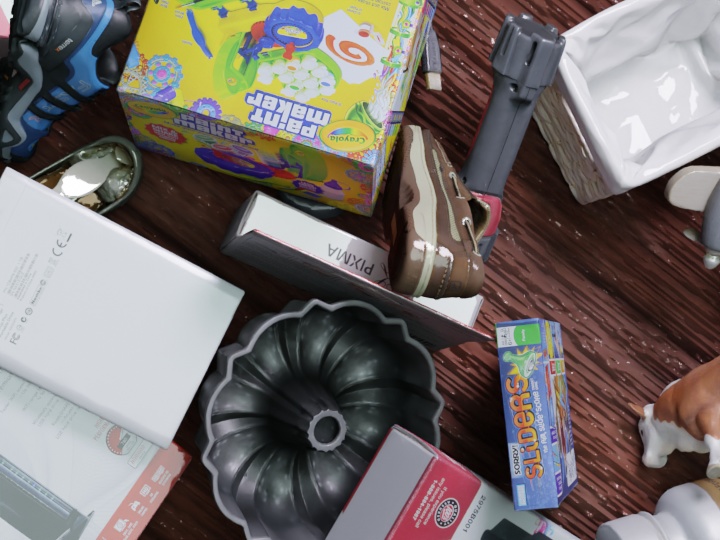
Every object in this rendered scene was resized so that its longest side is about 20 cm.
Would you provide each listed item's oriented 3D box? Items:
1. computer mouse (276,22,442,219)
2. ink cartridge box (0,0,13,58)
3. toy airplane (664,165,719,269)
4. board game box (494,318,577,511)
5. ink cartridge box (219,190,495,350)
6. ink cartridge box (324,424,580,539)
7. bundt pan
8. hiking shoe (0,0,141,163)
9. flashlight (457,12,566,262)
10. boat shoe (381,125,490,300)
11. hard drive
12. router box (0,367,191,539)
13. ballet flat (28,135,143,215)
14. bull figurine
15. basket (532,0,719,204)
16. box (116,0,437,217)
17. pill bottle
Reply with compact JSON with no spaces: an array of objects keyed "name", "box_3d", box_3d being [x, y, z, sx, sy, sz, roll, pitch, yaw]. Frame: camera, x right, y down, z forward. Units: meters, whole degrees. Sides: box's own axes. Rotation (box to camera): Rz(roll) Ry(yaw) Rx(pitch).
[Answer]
[{"name":"computer mouse","box_3d":[-0.002,-0.133,1.350,0.138,0.046,0.203,0,74,-5]},{"name":"ink cartridge box","box_3d":[-0.258,-0.266,1.284,0.144,0.085,0.203,5,82,-13]},{"name":"toy airplane","box_3d":[0.365,-0.044,1.334,0.198,0.199,0.142,-21,48,19]},{"name":"board game box","box_3d":[0.138,0.107,1.282,0.034,0.200,0.137,-7,85,11]},{"name":"ink cartridge box","box_3d":[0.000,0.000,1.270,0.198,0.176,0.045,25,80,-10]},{"name":"ink cartridge box","box_3d":[0.077,0.234,1.274,0.199,0.083,0.147,33,86,-27]},{"name":"bundt pan","box_3d":[-0.039,0.113,1.282,0.199,0.076,0.205,-5,104,-23]},{"name":"hiking shoe","box_3d":[-0.222,-0.135,1.224,0.086,0.200,0.075,8,61,-17]},{"name":"flashlight","box_3d":[0.102,-0.103,1.314,0.067,0.068,0.202,28,114,22]},{"name":"boat shoe","box_3d":[0.059,-0.039,1.250,0.074,0.203,0.075,12,124,-8]},{"name":"hard drive","box_3d":[-0.203,0.029,1.238,0.198,0.027,0.133,28,85,-10]},{"name":"router box","box_3d":[-0.257,0.172,1.257,0.179,0.049,0.201,36,78,-8]},{"name":"ballet flat","box_3d":[-0.254,-0.044,1.272,0.199,0.064,0.068,-33,92,-14]},{"name":"bull figurine","box_3d":[0.307,0.107,1.337,0.199,0.122,0.065,-40,126,15]},{"name":"basket","box_3d":[0.247,-0.152,1.367,0.198,0.123,0.137,-26,86,-14]},{"name":"box","box_3d":[-0.057,-0.173,1.270,0.198,0.122,0.195,17,74,4]},{"name":"pill bottle","box_3d":[0.297,0.224,1.350,0.197,0.114,0.116,-12,87,-14]}]
